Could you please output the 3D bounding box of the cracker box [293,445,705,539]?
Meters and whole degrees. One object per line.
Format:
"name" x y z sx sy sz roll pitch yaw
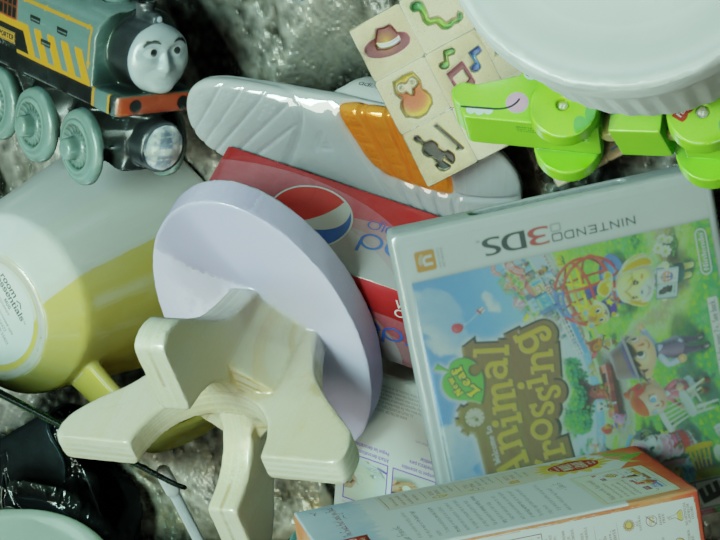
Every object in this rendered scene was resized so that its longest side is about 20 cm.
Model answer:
"cracker box" 0.072 0.149 1.541 0.199 0.134 0.058 -10 98 -7

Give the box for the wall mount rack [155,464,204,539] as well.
"wall mount rack" -0.111 0.229 1.794 0.074 0.200 0.174 13 109 -11

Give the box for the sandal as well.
"sandal" 0.002 -0.087 1.683 0.206 0.059 0.079 17 136 12

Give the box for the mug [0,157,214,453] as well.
"mug" -0.166 0.011 1.780 0.186 0.153 0.150 22 116 26

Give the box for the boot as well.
"boot" -0.213 0.198 1.922 0.168 0.076 0.201 -18 89 41

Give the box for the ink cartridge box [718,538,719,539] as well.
"ink cartridge box" 0.176 0.228 1.627 0.084 0.145 0.200 49 126 6

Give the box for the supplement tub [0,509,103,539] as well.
"supplement tub" -0.222 0.263 1.848 0.122 0.122 0.201 25 124 25

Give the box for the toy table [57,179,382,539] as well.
"toy table" -0.071 0.063 1.635 0.183 0.117 0.200 -6 130 34

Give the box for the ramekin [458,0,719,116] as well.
"ramekin" 0.146 -0.173 1.497 0.202 0.094 0.203 -4 72 14

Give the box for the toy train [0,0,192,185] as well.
"toy train" -0.170 -0.124 1.757 0.200 0.085 0.114 27 119 50

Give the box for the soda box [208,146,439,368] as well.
"soda box" 0.000 0.000 1.674 0.199 0.070 0.064 18 138 10

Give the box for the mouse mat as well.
"mouse mat" -0.190 0.090 1.759 0.161 0.200 0.008 28 85 -12

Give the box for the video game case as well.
"video game case" 0.121 0.054 1.611 0.181 0.022 0.201 -12 106 -2

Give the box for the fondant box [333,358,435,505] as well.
"fondant box" 0.058 0.156 1.738 0.144 0.058 0.201 17 114 29

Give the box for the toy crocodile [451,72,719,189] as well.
"toy crocodile" 0.148 -0.086 1.557 0.199 0.068 0.062 4 70 14

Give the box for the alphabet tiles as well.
"alphabet tiles" 0.100 -0.134 1.600 0.200 0.008 0.168 -27 90 17

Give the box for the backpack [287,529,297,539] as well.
"backpack" -0.004 0.249 1.671 0.153 0.176 0.201 7 113 15
